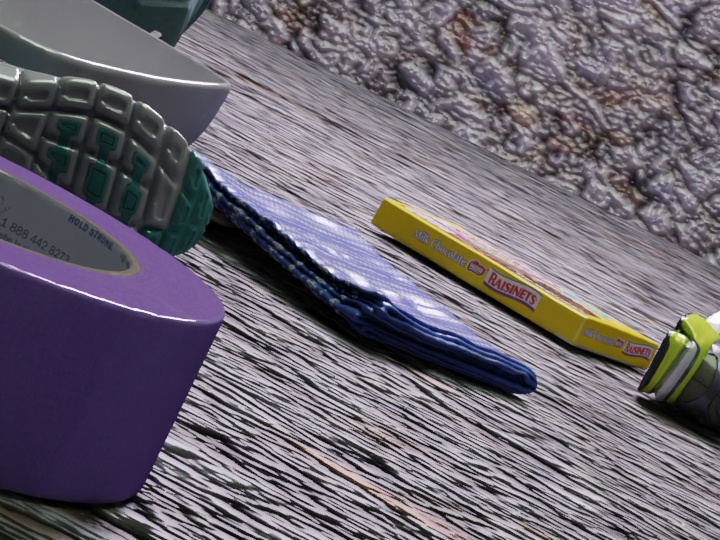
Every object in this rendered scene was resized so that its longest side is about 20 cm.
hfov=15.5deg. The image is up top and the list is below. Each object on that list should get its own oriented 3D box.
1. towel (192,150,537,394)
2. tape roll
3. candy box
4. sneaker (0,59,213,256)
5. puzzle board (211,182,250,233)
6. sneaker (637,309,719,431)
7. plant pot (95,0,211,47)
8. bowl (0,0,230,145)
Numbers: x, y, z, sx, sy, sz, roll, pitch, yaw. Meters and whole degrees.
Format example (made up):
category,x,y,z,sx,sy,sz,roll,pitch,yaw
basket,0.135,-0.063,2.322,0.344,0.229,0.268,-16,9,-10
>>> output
category,x,y,z,sx,sy,sz,roll,pitch,yaw
towel,0.000,0.000,1.461,0.145,0.024,0.200,24,11,-42
tape roll,-0.145,-0.002,0.835,0.200,0.066,0.200,26,8,-4
candy box,0.107,0.009,1.854,0.200,0.026,0.102,32,5,37
sneaker,-0.162,-0.067,1.238,0.200,0.078,0.091,26,3,-15
puzzle board,-0.138,-0.068,1.561,0.200,0.017,0.151,28,8,16
sneaker,0.243,0.076,1.741,0.081,0.074,0.200,38,16,16
plant pot,-0.187,-0.219,1.832,0.200,0.201,0.196,25,14,-11
bowl,-0.192,-0.114,1.417,0.199,0.075,0.200,30,11,28
